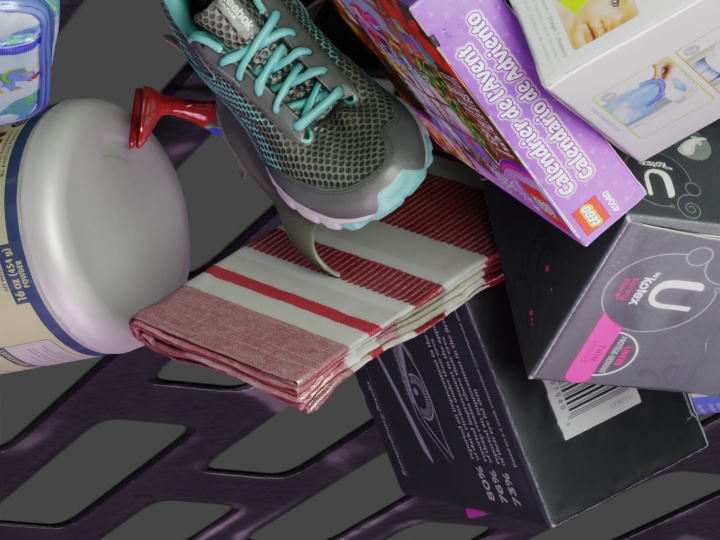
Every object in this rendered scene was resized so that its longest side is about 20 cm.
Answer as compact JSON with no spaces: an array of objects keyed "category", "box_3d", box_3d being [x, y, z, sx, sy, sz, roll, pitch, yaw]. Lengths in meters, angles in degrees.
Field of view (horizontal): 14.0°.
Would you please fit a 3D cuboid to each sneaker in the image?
[{"category":"sneaker","box_3d":[-0.043,-0.094,1.401,0.078,0.200,0.091,-45,139,0]}]

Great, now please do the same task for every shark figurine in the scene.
[{"category":"shark figurine","box_3d":[-0.035,-0.094,1.500,0.128,0.215,0.090,33,111,-11]}]

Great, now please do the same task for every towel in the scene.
[{"category":"towel","box_3d":[0.000,0.000,1.483,0.200,0.023,0.144,-32,-148,-29]}]

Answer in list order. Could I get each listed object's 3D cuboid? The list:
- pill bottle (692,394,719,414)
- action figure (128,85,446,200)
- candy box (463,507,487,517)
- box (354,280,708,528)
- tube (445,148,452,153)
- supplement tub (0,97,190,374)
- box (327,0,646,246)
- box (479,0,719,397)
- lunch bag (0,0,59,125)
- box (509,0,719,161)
[{"category":"pill bottle","box_3d":[0.247,0.033,1.877,0.200,0.112,0.112,-7,161,18]},{"category":"action figure","box_3d":[-0.027,-0.065,1.630,0.200,0.052,0.065,7,176,-10]},{"category":"candy box","box_3d":[0.082,0.037,1.754,0.136,0.200,0.061,-19,-170,46]},{"category":"box","box_3d":[0.077,0.045,1.594,0.104,0.148,0.200,-26,-168,-20]},{"category":"tube","box_3d":[0.120,-0.040,1.650,0.200,0.050,0.077,35,149,-8]},{"category":"supplement tub","box_3d":[-0.214,-0.012,1.672,0.200,0.145,0.145,-11,159,29]},{"category":"box","box_3d":[0.042,-0.095,1.319,0.137,0.039,0.200,51,176,-23]},{"category":"box","box_3d":[0.129,-0.055,1.410,0.106,0.200,0.122,6,137,-21]},{"category":"lunch bag","box_3d":[-0.246,-0.128,1.420,0.200,0.083,0.161,2,159,-10]},{"category":"box","box_3d":[0.163,-0.150,1.213,0.200,0.113,0.101,-28,152,18]}]
